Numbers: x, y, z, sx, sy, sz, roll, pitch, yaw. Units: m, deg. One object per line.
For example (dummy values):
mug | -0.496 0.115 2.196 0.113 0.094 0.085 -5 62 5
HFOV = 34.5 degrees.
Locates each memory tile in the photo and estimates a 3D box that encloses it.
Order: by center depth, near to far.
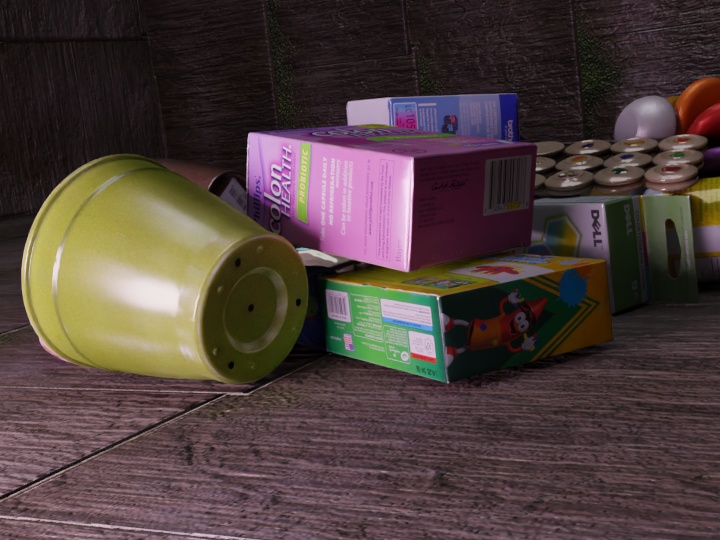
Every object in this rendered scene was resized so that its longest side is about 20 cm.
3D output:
memory tile | 0.247 -0.108 1.178 0.199 0.017 0.153 -2 22 24

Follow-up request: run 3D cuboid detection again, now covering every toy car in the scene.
toy car | 0.385 -0.115 1.260 0.174 0.201 0.150 6 -22 -27

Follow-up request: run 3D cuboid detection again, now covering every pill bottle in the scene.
pill bottle | 0.344 -0.040 1.151 0.199 0.105 0.104 -3 9 20

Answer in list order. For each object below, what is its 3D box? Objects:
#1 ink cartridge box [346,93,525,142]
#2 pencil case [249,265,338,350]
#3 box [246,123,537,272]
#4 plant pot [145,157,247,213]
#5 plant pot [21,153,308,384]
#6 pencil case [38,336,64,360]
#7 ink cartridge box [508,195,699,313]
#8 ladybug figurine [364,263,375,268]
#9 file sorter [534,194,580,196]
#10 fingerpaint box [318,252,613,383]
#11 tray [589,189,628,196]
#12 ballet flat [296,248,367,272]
ink cartridge box | 0.100 -0.173 1.397 0.199 0.077 0.136 -7 8 -21
pencil case | -0.089 0.031 1.122 0.087 0.078 0.200 -7 6 -41
box | 0.027 -0.073 1.047 0.200 0.097 0.176 13 17 42
plant pot | -0.207 -0.052 1.321 0.200 0.188 0.187 -10 5 41
plant pot | -0.155 0.014 1.010 0.192 0.201 0.200 17 22 39
pencil case | -0.292 0.044 1.209 0.083 0.087 0.200 23 1 -16
ink cartridge box | 0.218 -0.017 1.106 0.059 0.104 0.200 -14 12 -38
ladybug figurine | 0.081 -0.014 1.191 0.200 0.072 0.136 -38 9 -36
file sorter | 0.158 -0.065 1.372 0.125 0.140 0.200 -7 8 -21
fingerpaint box | 0.084 0.033 0.982 0.166 0.074 0.200 -11 9 -29
tray | 0.369 -0.076 1.461 0.098 0.037 0.200 25 4 -11
ballet flat | 0.000 0.000 1.312 0.199 0.070 0.069 -11 8 12
